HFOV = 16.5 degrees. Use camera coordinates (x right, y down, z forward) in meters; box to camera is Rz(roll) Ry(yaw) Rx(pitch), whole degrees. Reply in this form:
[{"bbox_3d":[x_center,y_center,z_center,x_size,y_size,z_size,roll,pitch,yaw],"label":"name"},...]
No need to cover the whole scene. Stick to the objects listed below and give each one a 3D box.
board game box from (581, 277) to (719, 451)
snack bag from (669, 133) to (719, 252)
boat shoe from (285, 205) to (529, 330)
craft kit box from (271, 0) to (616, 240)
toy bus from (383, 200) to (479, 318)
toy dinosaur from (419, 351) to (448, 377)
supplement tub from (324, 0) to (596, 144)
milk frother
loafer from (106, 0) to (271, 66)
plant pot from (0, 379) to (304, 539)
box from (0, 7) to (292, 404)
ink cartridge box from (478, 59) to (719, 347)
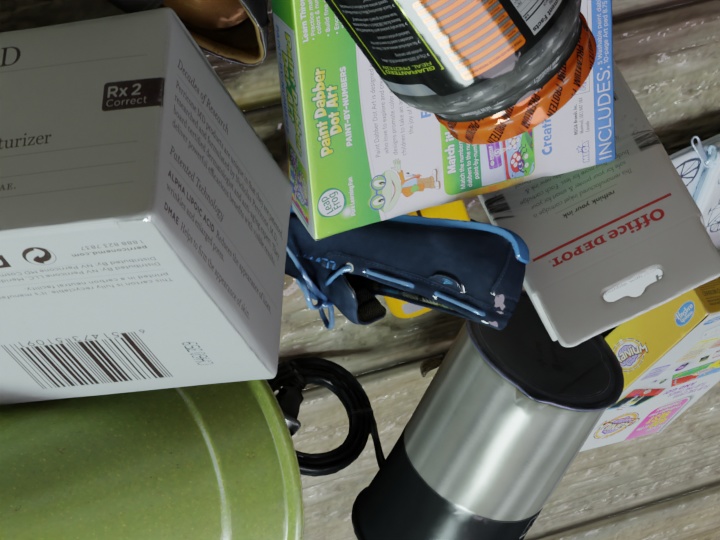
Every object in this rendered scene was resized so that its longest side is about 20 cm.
[{"bbox_3d":[0.231,0.063,1.858,0.153,0.040,0.200,-9,151,-47],"label":"board game box"},{"bbox_3d":[0.232,-0.034,1.755,0.200,0.021,0.189,-24,150,-20],"label":"snack bag"},{"bbox_3d":[0.000,0.000,1.498,0.200,0.069,0.084,4,172,31],"label":"boat shoe"},{"bbox_3d":[0.049,-0.133,1.437,0.197,0.049,0.200,-16,124,-18],"label":"craft kit box"},{"bbox_3d":[0.026,-0.051,1.584,0.078,0.065,0.200,-24,148,1],"label":"toy bus"},{"bbox_3d":[0.110,0.075,1.825,0.101,0.058,0.200,-33,147,11],"label":"toy dinosaur"},{"bbox_3d":[0.036,-0.169,1.309,0.122,0.123,0.200,-31,123,10],"label":"supplement tub"},{"bbox_3d":[0.043,0.089,1.679,0.200,0.181,0.188,18,122,-17],"label":"milk frother"},{"bbox_3d":[-0.114,-0.169,1.315,0.073,0.072,0.200,-41,144,25],"label":"loafer"},{"bbox_3d":[-0.169,0.140,1.485,0.190,0.200,0.200,-15,148,-37],"label":"plant pot"},{"bbox_3d":[-0.163,-0.028,1.370,0.199,0.131,0.200,-7,151,17],"label":"box"},{"bbox_3d":[0.141,-0.039,1.550,0.116,0.200,0.067,-25,149,1],"label":"ink cartridge box"}]
